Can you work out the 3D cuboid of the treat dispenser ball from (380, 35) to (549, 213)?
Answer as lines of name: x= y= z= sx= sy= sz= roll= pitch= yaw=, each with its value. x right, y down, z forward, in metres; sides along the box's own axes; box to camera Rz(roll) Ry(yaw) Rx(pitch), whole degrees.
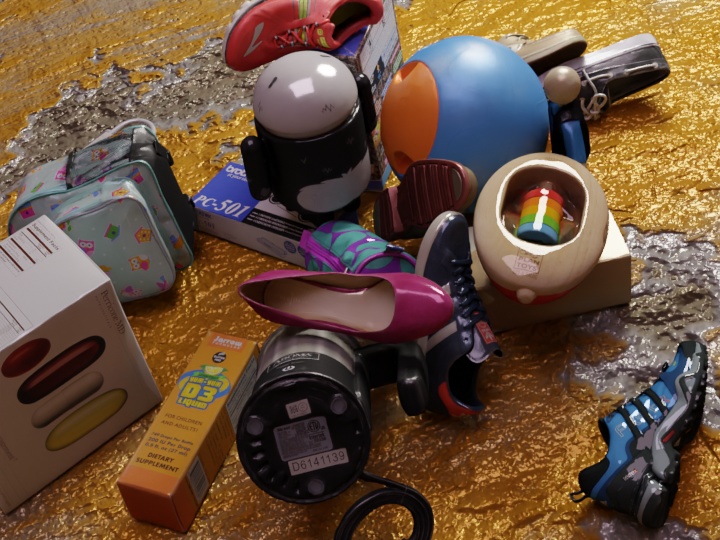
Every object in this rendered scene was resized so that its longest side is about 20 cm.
treat dispenser ball: x=0.121 y=-0.170 z=1.235 sx=0.197 sy=0.203 sz=0.203 roll=-7 pitch=43 yaw=7

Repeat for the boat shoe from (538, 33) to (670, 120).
boat shoe: x=0.296 y=-0.229 z=1.349 sx=0.197 sy=0.074 sz=0.069 roll=-21 pitch=63 yaw=1

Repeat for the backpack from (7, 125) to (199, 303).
backpack: x=-0.308 y=-0.049 z=1.238 sx=0.197 sy=0.177 sz=0.155 roll=-13 pitch=40 yaw=10

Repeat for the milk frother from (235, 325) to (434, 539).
milk frother: x=-0.020 y=0.166 z=0.990 sx=0.177 sy=0.203 sz=0.188 roll=3 pitch=12 yaw=0

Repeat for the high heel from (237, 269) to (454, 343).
high heel: x=-0.016 y=0.027 z=0.974 sx=0.198 sy=0.095 sz=0.068 roll=9 pitch=90 yaw=35

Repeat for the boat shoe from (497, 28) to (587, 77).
boat shoe: x=0.195 y=-0.275 z=1.367 sx=0.198 sy=0.072 sz=0.066 roll=-19 pitch=75 yaw=35

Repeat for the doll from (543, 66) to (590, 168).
doll: x=0.231 y=-0.137 z=1.174 sx=0.048 sy=0.202 sz=0.138 roll=-7 pitch=43 yaw=6

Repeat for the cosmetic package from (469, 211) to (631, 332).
cosmetic package: x=0.183 y=-0.002 z=1.143 sx=0.197 sy=0.072 sz=0.106 roll=-14 pitch=43 yaw=0

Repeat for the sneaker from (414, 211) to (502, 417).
sneaker: x=0.102 y=0.046 z=1.036 sx=0.084 sy=0.203 sz=0.074 roll=11 pitch=13 yaw=42

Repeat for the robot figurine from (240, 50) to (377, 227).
robot figurine: x=-0.054 y=-0.147 z=1.192 sx=0.123 sy=0.202 sz=0.151 roll=2 pitch=44 yaw=14

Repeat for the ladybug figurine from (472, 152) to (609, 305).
ladybug figurine: x=0.179 y=-0.036 z=1.066 sx=0.134 sy=0.073 sz=0.201 roll=14 pitch=48 yaw=12

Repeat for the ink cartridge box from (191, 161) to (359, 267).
ink cartridge box: x=-0.109 y=-0.069 z=1.303 sx=0.198 sy=0.045 sz=0.094 roll=18 pitch=50 yaw=29

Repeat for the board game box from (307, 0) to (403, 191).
board game box: x=-0.011 y=-0.229 z=1.328 sx=0.095 sy=0.202 sz=0.161 roll=5 pitch=45 yaw=19

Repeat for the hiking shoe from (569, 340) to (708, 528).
hiking shoe: x=0.266 y=0.136 z=0.979 sx=0.086 sy=0.075 sz=0.201 roll=15 pitch=50 yaw=25

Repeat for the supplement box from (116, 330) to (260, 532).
supplement box: x=-0.166 y=0.157 z=1.070 sx=0.066 sy=0.069 sz=0.201 roll=9 pitch=46 yaw=19

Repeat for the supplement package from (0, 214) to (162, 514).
supplement package: x=-0.343 y=0.095 z=1.086 sx=0.199 sy=0.193 sz=0.147 roll=-36 pitch=48 yaw=-22

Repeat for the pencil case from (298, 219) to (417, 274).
pencil case: x=0.000 y=0.000 z=1.127 sx=0.091 sy=0.086 sz=0.200 roll=18 pitch=6 yaw=-20

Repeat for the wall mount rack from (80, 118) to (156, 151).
wall mount rack: x=-0.364 y=-0.130 z=1.413 sx=0.173 sy=0.075 sz=0.200 roll=29 pitch=58 yaw=31

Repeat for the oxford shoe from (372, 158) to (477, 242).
oxford shoe: x=0.081 y=-0.076 z=1.127 sx=0.074 sy=0.072 sz=0.200 roll=-3 pitch=-5 yaw=-23

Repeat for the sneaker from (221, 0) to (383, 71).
sneaker: x=-0.063 y=-0.277 z=1.192 sx=0.198 sy=0.078 sz=0.085 roll=-29 pitch=50 yaw=-13
